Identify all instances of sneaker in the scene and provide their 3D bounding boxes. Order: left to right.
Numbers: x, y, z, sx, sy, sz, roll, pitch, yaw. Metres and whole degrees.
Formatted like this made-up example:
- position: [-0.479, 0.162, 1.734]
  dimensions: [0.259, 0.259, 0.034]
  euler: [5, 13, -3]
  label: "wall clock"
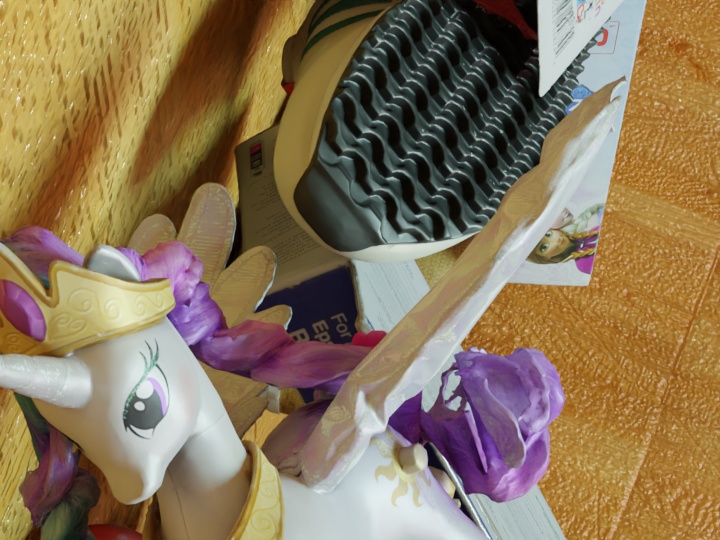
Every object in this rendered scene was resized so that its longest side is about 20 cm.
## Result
- position: [0.010, -0.052, 0.813]
  dimensions: [0.093, 0.070, 0.200]
  euler: [-29, -162, 36]
  label: "sneaker"

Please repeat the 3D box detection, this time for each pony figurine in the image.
- position: [-0.007, 0.050, 0.634]
  dimensions: [0.166, 0.201, 0.193]
  euler: [-21, -166, 29]
  label: "pony figurine"

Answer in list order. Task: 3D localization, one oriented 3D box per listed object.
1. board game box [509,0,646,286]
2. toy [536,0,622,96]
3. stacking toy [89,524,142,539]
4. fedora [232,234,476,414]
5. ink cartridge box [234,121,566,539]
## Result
- position: [0.071, -0.135, 1.000]
  dimensions: [0.200, 0.041, 0.201]
  euler: [-93, -173, -45]
  label: "board game box"
- position: [0.080, -0.156, 0.815]
  dimensions: [0.200, 0.047, 0.116]
  euler: [-55, 149, -42]
  label: "toy"
- position: [-0.028, 0.147, 0.836]
  dimensions: [0.085, 0.200, 0.086]
  euler: [-40, -153, 25]
  label: "stacking toy"
- position: [0.000, 0.000, 1.052]
  dimensions: [0.201, 0.081, 0.202]
  euler: [22, 90, -86]
  label: "fedora"
- position: [0.022, 0.065, 0.840]
  dimensions: [0.043, 0.197, 0.200]
  euler: [-26, -161, 7]
  label: "ink cartridge box"
